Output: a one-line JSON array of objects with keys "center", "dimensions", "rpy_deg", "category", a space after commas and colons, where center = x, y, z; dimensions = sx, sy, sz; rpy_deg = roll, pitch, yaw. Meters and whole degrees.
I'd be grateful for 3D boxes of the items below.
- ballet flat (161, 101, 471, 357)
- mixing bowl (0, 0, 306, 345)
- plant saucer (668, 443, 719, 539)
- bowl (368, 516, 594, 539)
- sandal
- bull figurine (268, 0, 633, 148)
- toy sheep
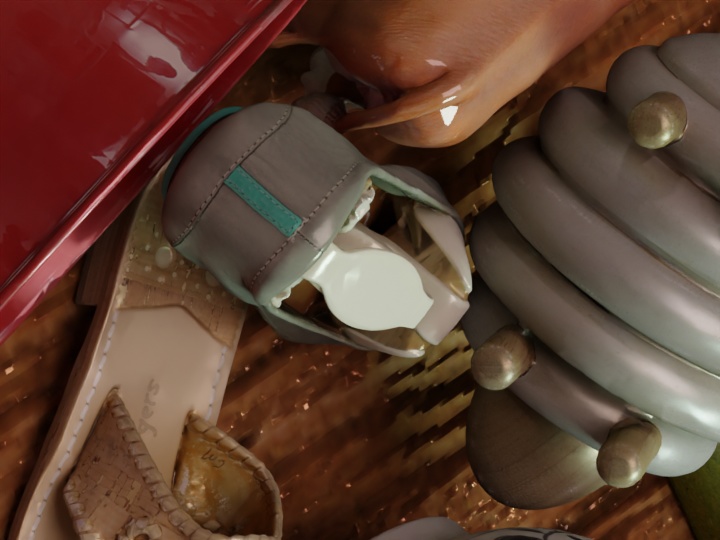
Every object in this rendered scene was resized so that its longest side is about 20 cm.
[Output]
[{"center": [0.000, 0.000, 0.838], "dimensions": [0.068, 0.064, 0.200], "rpy_deg": [-54, 160, 4], "category": "ballet flat"}, {"center": [-0.111, -0.045, 0.739], "dimensions": [0.108, 0.200, 0.200], "rpy_deg": [43, 65, -3], "category": "mixing bowl"}, {"center": [0.195, 0.020, 0.990], "dimensions": [0.199, 0.048, 0.200], "rpy_deg": [-26, 114, 4], "category": "plant saucer"}, {"center": [0.021, 0.142, 0.881], "dimensions": [0.200, 0.094, 0.201], "rpy_deg": [-31, 156, -16], "category": "bowl"}, {"center": [-0.056, 0.067, 0.848], "dimensions": [0.077, 0.069, 0.213], "rpy_deg": [11, 87, -38], "category": "sandal"}, {"center": [0.050, -0.100, 0.882], "dimensions": [0.200, 0.121, 0.065], "rpy_deg": [-35, 117, -37], "category": "bull figurine"}, {"center": [0.099, -0.007, 0.881], "dimensions": [0.137, 0.138, 0.200], "rpy_deg": [26, 108, -37], "category": "toy sheep"}]
